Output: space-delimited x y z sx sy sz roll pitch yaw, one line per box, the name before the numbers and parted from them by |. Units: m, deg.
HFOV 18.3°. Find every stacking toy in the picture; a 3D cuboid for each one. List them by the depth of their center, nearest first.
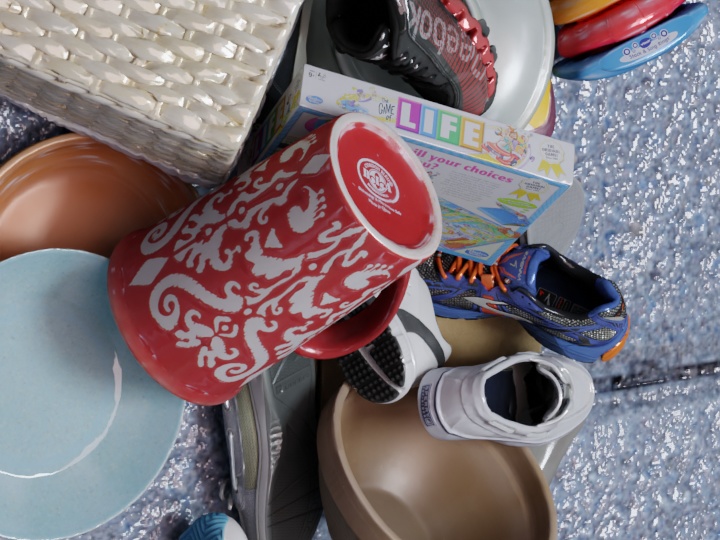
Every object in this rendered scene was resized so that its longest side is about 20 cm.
stacking toy | 0.167 -0.248 1.674 0.116 0.110 0.200 -26 98 -5

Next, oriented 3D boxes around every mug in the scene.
mug | -0.042 -0.014 1.501 0.177 0.200 0.134 -10 71 -55

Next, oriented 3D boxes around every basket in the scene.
basket | -0.135 -0.182 1.463 0.199 0.161 0.199 23 85 -8

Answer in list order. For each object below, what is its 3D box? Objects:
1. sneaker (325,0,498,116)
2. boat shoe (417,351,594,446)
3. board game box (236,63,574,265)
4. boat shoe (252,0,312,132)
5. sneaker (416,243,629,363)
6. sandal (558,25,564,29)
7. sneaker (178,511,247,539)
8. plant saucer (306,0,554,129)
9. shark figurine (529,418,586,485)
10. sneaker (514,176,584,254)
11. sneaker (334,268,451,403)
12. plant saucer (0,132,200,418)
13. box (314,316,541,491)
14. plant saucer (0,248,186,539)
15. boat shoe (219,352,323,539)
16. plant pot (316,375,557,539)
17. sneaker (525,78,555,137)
sneaker | 0.028 -0.158 1.477 0.098 0.071 0.201 -58 140 -25
boat shoe | 0.125 0.096 1.650 0.200 0.065 0.074 -7 88 -52
board game box | 0.029 -0.070 1.546 0.199 0.134 0.034 16 61 -17
boat shoe | -0.074 -0.198 1.581 0.067 0.072 0.201 1 100 -34
sneaker | 0.111 0.002 1.669 0.199 0.078 0.076 16 66 2
sandal | 0.215 -0.272 1.743 0.082 0.050 0.203 28 100 -15
sneaker | -0.084 0.264 1.655 0.081 0.076 0.201 -24 116 -32
plant saucer | 0.037 -0.164 1.594 0.199 0.050 0.201 -1 87 12
shark figurine | 0.133 0.206 1.739 0.128 0.089 0.215 -6 106 -27
sneaker | 0.104 -0.069 1.710 0.071 0.099 0.200 -56 150 -7
sneaker | 0.000 0.000 1.641 0.080 0.074 0.201 -13 79 -51
plant saucer | -0.196 0.002 1.564 0.200 0.037 0.201 -5 100 -30
box | 0.051 0.087 1.727 0.199 0.021 0.164 -3 100 -30
plant saucer | -0.216 0.082 1.522 0.200 0.039 0.202 -5 100 -29
boat shoe | -0.071 0.122 1.647 0.074 0.065 0.203 -25 117 -46
plant pot | 0.039 0.172 1.645 0.200 0.201 0.093 19 130 -31
sneaker | 0.106 -0.174 1.677 0.075 0.090 0.200 -35 113 -20
